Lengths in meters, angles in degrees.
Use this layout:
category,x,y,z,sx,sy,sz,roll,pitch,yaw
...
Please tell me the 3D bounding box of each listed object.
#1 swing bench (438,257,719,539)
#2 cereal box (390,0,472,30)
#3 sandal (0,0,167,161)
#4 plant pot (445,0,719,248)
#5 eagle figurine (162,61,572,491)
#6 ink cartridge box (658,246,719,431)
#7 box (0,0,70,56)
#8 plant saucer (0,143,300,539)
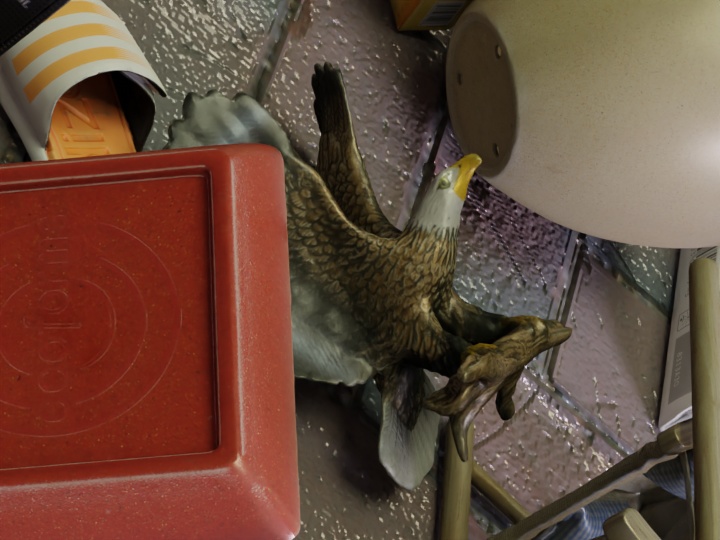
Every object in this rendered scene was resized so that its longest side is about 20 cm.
category,x,y,z,sx,sy,sz,roll,pitch,yaw
swing bench,0.121,0.136,1.442,0.130,0.199,0.200,43,41,-16
cereal box,0.039,-0.254,1.659,0.039,0.144,0.200,-4,65,-25
sandal,-0.123,-0.074,1.438,0.079,0.059,0.207,-9,72,-49
plant pot,0.126,-0.104,1.636,0.134,0.200,0.201,-8,70,-23
eagle figurine,0.004,-0.006,1.480,0.200,0.152,0.151,34,70,18
ink cartridge box,0.265,0.073,1.755,0.200,0.050,0.161,34,45,-23
box,-0.217,-0.181,1.333,0.200,0.160,0.044,47,41,-14
plant saucer,-0.130,0.029,1.280,0.037,0.199,0.200,80,5,-59
